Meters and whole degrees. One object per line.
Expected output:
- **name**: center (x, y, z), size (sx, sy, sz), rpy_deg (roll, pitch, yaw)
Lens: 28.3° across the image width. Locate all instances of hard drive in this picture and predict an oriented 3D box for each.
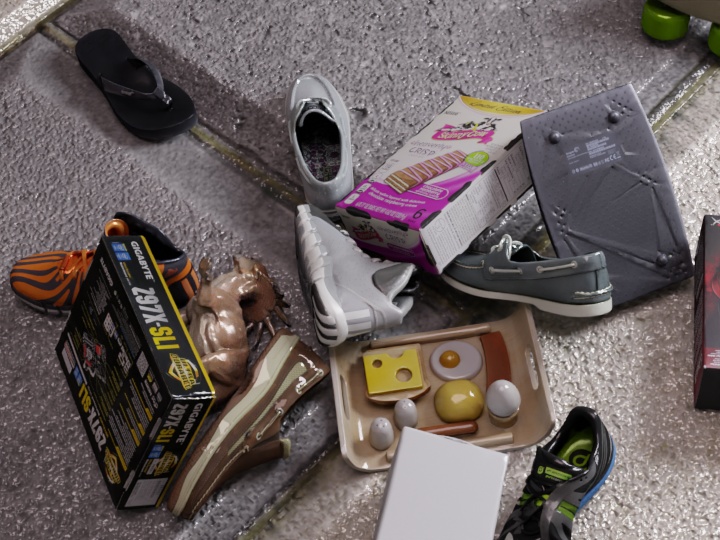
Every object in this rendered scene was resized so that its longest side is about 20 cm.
- **hard drive**: center (0.238, -0.069, 1.407), size (0.134, 0.042, 0.201), rpy_deg (-20, 92, -9)

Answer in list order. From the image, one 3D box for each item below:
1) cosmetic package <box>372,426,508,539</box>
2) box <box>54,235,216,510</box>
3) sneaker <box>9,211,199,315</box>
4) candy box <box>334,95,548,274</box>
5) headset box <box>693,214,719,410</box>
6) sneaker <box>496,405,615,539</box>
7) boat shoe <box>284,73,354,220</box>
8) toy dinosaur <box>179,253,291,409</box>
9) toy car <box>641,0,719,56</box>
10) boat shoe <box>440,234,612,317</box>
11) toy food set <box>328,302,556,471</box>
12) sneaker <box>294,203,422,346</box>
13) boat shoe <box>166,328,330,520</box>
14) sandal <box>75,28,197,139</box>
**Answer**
- **cosmetic package**: center (0.057, 0.245, 1.224), size (0.101, 0.074, 0.201), rpy_deg (16, 54, 1)
- **box**: center (-0.212, 0.092, 1.317), size (0.049, 0.160, 0.200), rpy_deg (-2, 46, -34)
- **sneaker**: center (-0.261, -0.013, 1.425), size (0.199, 0.112, 0.078), rpy_deg (2, 53, 6)
- **candy box**: center (0.091, -0.092, 1.455), size (0.200, 0.061, 0.136), rpy_deg (-42, 35, -24)
- **headset box**: center (0.391, 0.052, 1.344), size (0.148, 0.075, 0.201), rpy_deg (5, 54, 8)
- **sneaker**: center (0.161, 0.200, 1.245), size (0.070, 0.083, 0.200), rpy_deg (12, 52, 31)
- **boat shoe**: center (-0.042, -0.149, 1.531), size (0.070, 0.072, 0.202), rpy_deg (-10, 54, -3)
- **toy dinosaur**: center (-0.132, 0.069, 1.381), size (0.086, 0.135, 0.201), rpy_deg (-2, 71, 48)
- **toy car**: center (0.415, -0.366, 1.610), size (0.157, 0.165, 0.200), rpy_deg (20, 45, 19)
- **boat shoe**: center (0.157, -0.005, 1.376), size (0.073, 0.062, 0.199), rpy_deg (-18, 23, -40)
- **toy food set**: center (0.073, 0.102, 1.344), size (0.199, 0.061, 0.144), rpy_deg (-8, 54, -1)
- **sneaker**: center (0.000, 0.000, 1.410), size (0.115, 0.075, 0.200), rpy_deg (-7, 39, -8)
- **boat shoe**: center (-0.097, 0.151, 1.318), size (0.075, 0.075, 0.203), rpy_deg (34, 72, 1)
- **sandal**: center (-0.261, -0.214, 1.617), size (0.076, 0.043, 0.200), rpy_deg (-37, 59, -21)
